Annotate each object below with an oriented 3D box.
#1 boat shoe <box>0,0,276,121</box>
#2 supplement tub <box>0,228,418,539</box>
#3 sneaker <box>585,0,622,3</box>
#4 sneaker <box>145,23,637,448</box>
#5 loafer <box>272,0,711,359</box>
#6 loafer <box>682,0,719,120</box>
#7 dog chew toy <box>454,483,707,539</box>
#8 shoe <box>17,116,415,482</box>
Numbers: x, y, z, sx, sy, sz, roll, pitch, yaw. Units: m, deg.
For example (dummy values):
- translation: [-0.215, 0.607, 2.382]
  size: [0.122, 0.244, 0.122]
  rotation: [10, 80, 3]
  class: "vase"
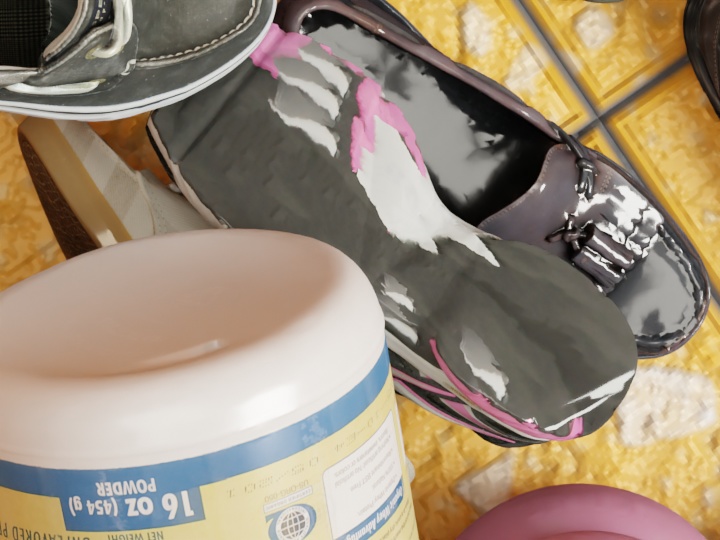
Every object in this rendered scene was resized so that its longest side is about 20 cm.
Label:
- translation: [-0.104, -0.083, 0.928]
  size: [0.199, 0.071, 0.072]
  rotation: [-11, 93, -33]
  class: "boat shoe"
- translation: [-0.051, 0.102, 0.941]
  size: [0.144, 0.145, 0.201]
  rotation: [-9, 111, 2]
  class: "supplement tub"
- translation: [0.057, -0.136, 1.016]
  size: [0.198, 0.114, 0.077]
  rotation: [3, 94, -4]
  class: "sneaker"
- translation: [0.000, 0.000, 1.021]
  size: [0.200, 0.086, 0.080]
  rotation: [44, 67, 4]
  class: "sneaker"
- translation: [0.045, -0.034, 1.047]
  size: [0.200, 0.063, 0.072]
  rotation: [38, 92, -2]
  class: "loafer"
- translation: [0.184, -0.024, 1.041]
  size: [0.073, 0.072, 0.200]
  rotation: [-35, 93, 2]
  class: "loafer"
- translation: [0.079, 0.142, 0.990]
  size: [0.124, 0.200, 0.125]
  rotation: [0, 92, 2]
  class: "dog chew toy"
- translation: [-0.055, 0.018, 1.054]
  size: [0.053, 0.070, 0.200]
  rotation: [-36, 88, -18]
  class: "shoe"
